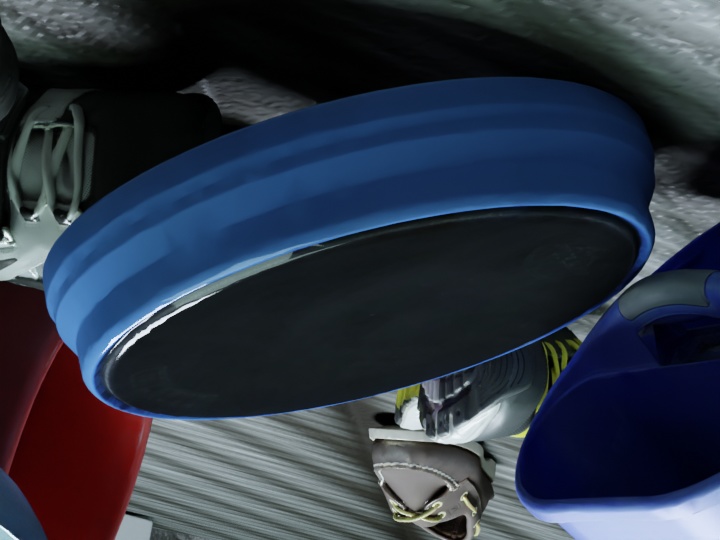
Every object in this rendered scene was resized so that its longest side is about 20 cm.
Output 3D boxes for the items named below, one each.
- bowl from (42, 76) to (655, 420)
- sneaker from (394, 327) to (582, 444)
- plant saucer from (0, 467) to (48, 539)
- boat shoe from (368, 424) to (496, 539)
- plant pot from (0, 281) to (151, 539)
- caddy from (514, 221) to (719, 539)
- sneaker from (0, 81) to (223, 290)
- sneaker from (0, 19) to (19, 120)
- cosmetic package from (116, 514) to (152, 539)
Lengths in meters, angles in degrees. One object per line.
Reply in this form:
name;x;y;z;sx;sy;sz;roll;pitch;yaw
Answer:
bowl;0.000;0.000;0.748;0.199;0.040;0.201;-13;163;-4
sneaker;0.067;0.039;1.047;0.084;0.075;0.200;5;179;-6
plant saucer;-0.205;0.087;0.925;0.198;0.036;0.201;14;151;8
boat shoe;0.048;0.145;1.596;0.071;0.060;0.200;7;169;15
plant pot;-0.210;0.067;1.101;0.176;0.202;0.200;18;171;12
caddy;0.129;0.038;0.753;0.105;0.142;0.200;44;159;-13
sneaker;-0.123;-0.030;0.817;0.088;0.075;0.199;15;168;-35
sneaker;-0.184;-0.056;0.617;0.198;0.077;0.091;10;177;6
cosmetic package;-0.378;0.352;2.746;0.199;0.169;0.166;-2;165;42
